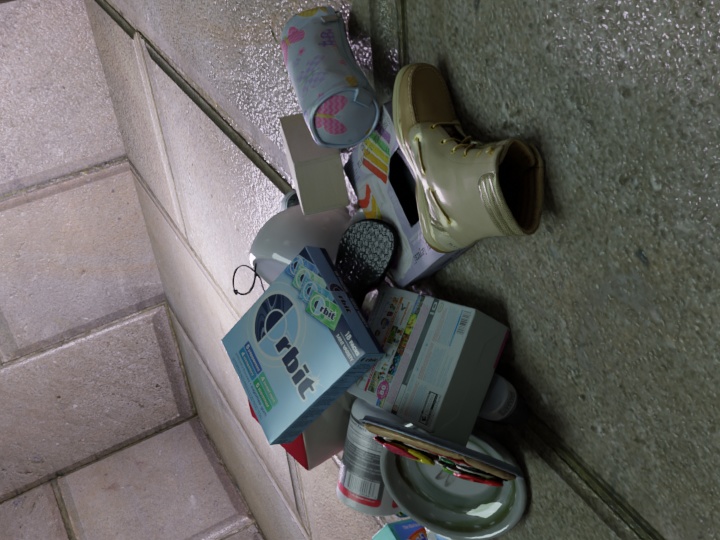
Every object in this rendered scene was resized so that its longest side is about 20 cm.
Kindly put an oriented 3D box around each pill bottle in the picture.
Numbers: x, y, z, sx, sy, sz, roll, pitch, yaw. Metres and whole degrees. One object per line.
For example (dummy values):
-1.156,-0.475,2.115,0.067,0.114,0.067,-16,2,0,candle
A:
0.033,0.251,1.233,0.111,0.110,0.202,29,111,59,pill bottle

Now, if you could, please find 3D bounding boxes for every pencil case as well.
-0.036,-0.232,0.979,0.083,0.090,0.201,37,-155,-41,pencil case

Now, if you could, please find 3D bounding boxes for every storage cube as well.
-0.072,0.170,1.312,0.179,0.199,0.172,30,137,49,storage cube

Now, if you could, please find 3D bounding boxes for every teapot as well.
-0.056,-0.034,1.211,0.199,0.147,0.198,23,161,21,teapot

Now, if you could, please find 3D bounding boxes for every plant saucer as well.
0.125,0.265,1.090,0.198,0.050,0.202,12,122,20,plant saucer

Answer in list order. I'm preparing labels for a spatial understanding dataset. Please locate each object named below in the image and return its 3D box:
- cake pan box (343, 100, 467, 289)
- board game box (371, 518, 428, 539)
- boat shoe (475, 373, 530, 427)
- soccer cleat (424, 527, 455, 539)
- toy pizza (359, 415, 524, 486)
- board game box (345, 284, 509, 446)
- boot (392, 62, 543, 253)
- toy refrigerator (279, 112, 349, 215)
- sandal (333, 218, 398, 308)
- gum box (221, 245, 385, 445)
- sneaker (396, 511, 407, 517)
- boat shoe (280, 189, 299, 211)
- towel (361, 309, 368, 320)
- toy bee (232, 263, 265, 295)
0.058,-0.089,0.996,0.185,0.052,0.200,64,159,6,cake pan box
0.123,0.469,1.246,0.045,0.151,0.201,-50,57,24,board game box
0.135,0.140,1.018,0.066,0.070,0.199,36,171,-31,boat shoe
0.124,0.398,1.207,0.200,0.086,0.070,49,-174,25,soccer cleat
0.089,0.213,0.948,0.200,0.199,0.032,-12,57,69,toy pizza
0.072,0.109,1.002,0.199,0.064,0.149,15,81,57,board game box
0.105,-0.123,0.819,0.155,0.072,0.202,-9,92,63,boot
-0.064,-0.154,1.140,0.200,0.069,0.077,-113,11,-62,toy refrigerator
0.000,0.000,1.076,0.075,0.045,0.201,49,138,18,sandal
-0.081,0.099,1.074,0.200,0.044,0.171,-45,60,26,gum box
0.056,0.392,1.429,0.131,0.079,0.201,52,155,39,sneaker
-0.094,-0.033,1.392,0.071,0.071,0.202,-147,42,-63,boat shoe
0.011,0.131,1.365,0.200,0.023,0.144,52,154,39,towel
-0.086,0.076,1.185,0.108,0.130,0.202,7,-116,-62,toy bee
